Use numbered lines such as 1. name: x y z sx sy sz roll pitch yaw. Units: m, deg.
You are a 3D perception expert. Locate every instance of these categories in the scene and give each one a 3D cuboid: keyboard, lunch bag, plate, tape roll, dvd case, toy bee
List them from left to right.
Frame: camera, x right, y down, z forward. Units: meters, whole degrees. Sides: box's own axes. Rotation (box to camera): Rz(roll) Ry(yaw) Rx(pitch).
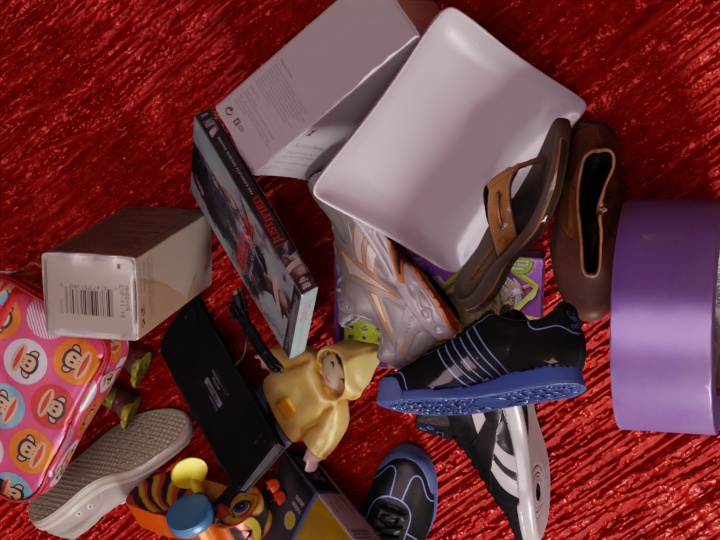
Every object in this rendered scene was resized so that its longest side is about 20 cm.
1. lunch bag: -0.337 0.103 1.686 0.176 0.082 0.201 30 99 7
2. toy bee: -0.128 0.240 1.689 0.200 0.109 0.131 36 153 25
3. keyboard: -0.121 0.099 1.668 0.127 0.021 0.200 -52 52 27
4. dvd case: -0.100 -0.032 1.597 0.022 0.146 0.200 -26 71 -18
5. plate: 0.075 -0.114 1.541 0.200 0.199 0.032 -53 42 11
6. tape roll: 0.267 0.038 1.500 0.085 0.200 0.201 1 104 16

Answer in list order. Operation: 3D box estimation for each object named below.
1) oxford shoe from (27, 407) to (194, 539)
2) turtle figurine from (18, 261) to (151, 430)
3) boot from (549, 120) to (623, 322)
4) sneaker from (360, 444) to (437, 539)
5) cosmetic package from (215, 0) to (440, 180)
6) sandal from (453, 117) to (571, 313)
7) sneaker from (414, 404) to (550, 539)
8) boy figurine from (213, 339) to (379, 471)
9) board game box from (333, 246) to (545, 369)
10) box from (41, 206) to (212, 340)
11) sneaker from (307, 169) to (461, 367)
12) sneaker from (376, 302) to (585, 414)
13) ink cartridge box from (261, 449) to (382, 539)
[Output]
1. oxford shoe: -0.244 0.205 1.768 0.200 0.075 0.058 -35 129 13
2. turtle figurine: -0.297 0.102 1.750 0.161 0.064 0.201 20 100 5
3. boot: 0.203 -0.026 1.500 0.068 0.200 0.189 8 104 2
4. sneaker: 0.024 0.269 1.694 0.070 0.078 0.201 16 108 11
5. cosmetic package: -0.017 -0.172 1.569 0.200 0.113 0.081 -37 74 23
6. sandal: 0.126 -0.050 1.550 0.054 0.082 0.200 24 123 -15
7. sneaker: 0.110 0.161 1.643 0.111 0.073 0.201 -2 112 22
8. boy figurine: -0.057 0.127 1.664 0.200 0.064 0.125 -30 74 35
9. board game box: 0.073 0.036 1.648 0.199 0.032 0.121 5 109 14
10. box: -0.212 -0.001 1.627 0.094 0.200 0.078 3 104 16
11. sneaker: 0.000 0.000 1.600 0.092 0.076 0.200 -39 75 10
12. sneaker: 0.105 0.078 1.538 0.199 0.070 0.078 -9 69 27
13. ink cartridge box: -0.054 0.309 1.687 0.198 0.047 0.201 44 115 44
